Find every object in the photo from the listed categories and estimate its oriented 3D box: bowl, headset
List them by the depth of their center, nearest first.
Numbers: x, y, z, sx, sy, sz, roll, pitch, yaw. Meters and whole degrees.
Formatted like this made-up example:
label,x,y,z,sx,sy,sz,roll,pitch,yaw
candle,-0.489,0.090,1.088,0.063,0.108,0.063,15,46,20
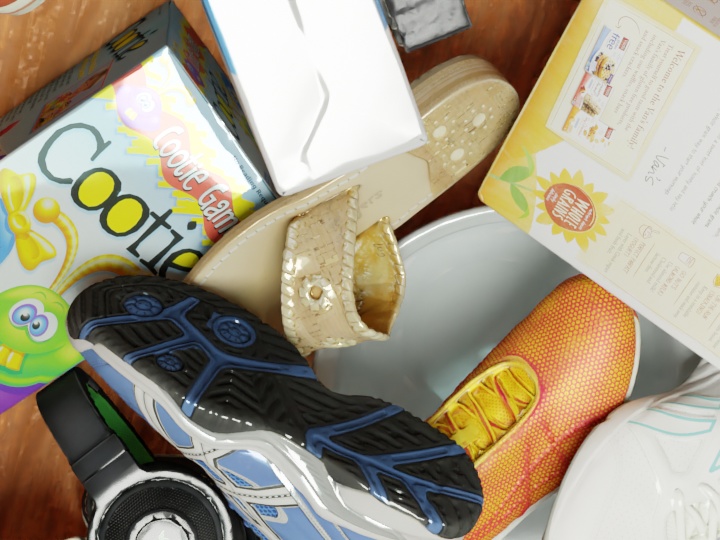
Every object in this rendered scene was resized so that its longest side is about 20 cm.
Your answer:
label,x,y,z,sx,sy,sz,roll,pitch,yaw
headset,-0.097,0.139,0.826,0.094,0.124,0.200,-38,72,-5
bowl,0.069,0.047,0.902,0.200,0.090,0.202,-2,111,-5

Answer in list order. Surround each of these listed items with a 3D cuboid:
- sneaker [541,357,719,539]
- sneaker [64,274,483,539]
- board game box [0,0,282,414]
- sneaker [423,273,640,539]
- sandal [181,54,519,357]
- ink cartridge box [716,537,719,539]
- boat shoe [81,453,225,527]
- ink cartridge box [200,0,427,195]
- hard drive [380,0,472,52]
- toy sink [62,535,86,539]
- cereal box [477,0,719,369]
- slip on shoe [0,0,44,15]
label,x,y,z,sx,sy,sz,roll,pitch,yaw
sneaker,0.161,0.090,0.810,0.200,0.080,0.071,-34,139,-29
sneaker,-0.048,0.076,0.769,0.200,0.076,0.077,34,127,5
board game box,-0.144,-0.023,0.847,0.200,0.105,0.103,-33,110,8
sneaker,0.058,0.086,0.818,0.200,0.073,0.077,-53,151,11
sandal,-0.003,-0.002,0.789,0.212,0.070,0.078,-43,142,10
ink cartridge box,0.194,0.208,0.863,0.145,0.145,0.200,-15,120,-4
boat shoe,-0.056,0.145,0.911,0.200,0.060,0.074,23,83,10
ink cartridge box,-0.035,-0.121,0.773,0.068,0.200,0.115,-21,111,-2
hard drive,-0.009,-0.206,0.775,0.038,0.140,0.200,-21,112,2
toy sink,-0.166,0.207,0.876,0.112,0.200,0.131,-15,83,-11
cereal box,0.162,-0.030,0.752,0.200,0.040,0.144,36,134,9
slip on shoe,-0.125,-0.202,0.793,0.200,0.074,0.061,-47,147,16
